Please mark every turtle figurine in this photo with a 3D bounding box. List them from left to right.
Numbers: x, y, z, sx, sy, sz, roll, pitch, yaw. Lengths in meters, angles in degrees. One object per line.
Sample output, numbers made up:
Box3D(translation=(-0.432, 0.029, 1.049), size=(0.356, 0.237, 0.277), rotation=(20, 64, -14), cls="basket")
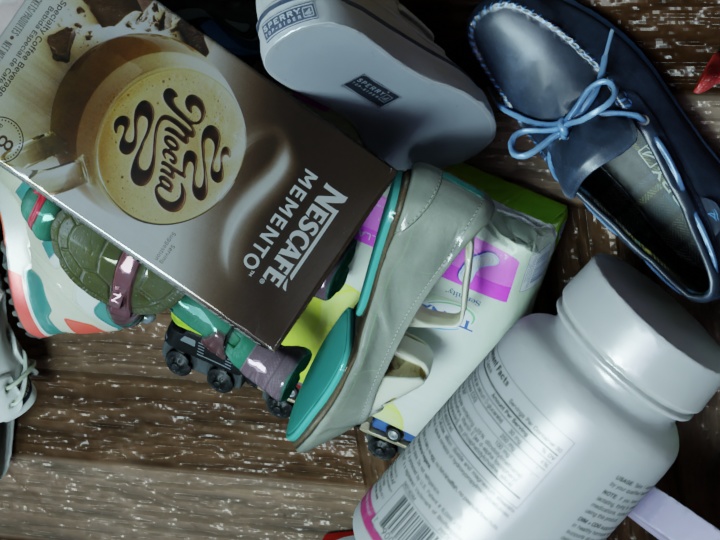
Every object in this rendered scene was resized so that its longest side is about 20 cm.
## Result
Box3D(translation=(-0.110, -0.014, 1.340), size=(0.199, 0.101, 0.150), rotation=(28, 127, 7), cls="turtle figurine")

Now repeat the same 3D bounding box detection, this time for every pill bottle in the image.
Box3D(translation=(0.097, 0.096, 1.321), size=(0.113, 0.113, 0.200), rotation=(40, 106, -1), cls="pill bottle")

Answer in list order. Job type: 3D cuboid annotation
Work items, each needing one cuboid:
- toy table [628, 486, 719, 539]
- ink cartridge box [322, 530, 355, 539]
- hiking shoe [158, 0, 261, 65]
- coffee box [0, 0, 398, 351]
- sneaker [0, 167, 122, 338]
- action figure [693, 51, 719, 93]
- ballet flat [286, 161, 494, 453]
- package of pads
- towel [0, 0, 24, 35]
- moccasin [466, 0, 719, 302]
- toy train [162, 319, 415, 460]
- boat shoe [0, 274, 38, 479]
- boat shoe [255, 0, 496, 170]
Box3D(translation=(0.196, 0.215, 1.357), size=(0.200, 0.184, 0.117), rotation=(36, 87, 10), cls="toy table")
Box3D(translation=(0.026, 0.230, 1.430), size=(0.175, 0.200, 0.084), rotation=(-10, 113, 30), cls="ink cartridge box")
Box3D(translation=(-0.076, -0.140, 1.353), size=(0.199, 0.075, 0.087), rotation=(2, 146, 21), cls="hiking shoe")
Box3D(translation=(-0.095, -0.061, 1.246), size=(0.200, 0.080, 0.113), rotation=(34, 87, -5), cls="coffee box")
Box3D(translation=(-0.168, -0.049, 1.445), size=(0.093, 0.070, 0.200), rotation=(0, 121, 18), cls="sneaker")
Box3D(translation=(0.255, -0.042, 1.227), size=(0.200, 0.099, 0.065), rotation=(34, 128, 0), cls="action figure")
Box3D(translation=(0.018, 0.031, 1.319), size=(0.063, 0.068, 0.200), rotation=(18, 127, -7), cls="ballet flat")
Box3D(translation=(0.000, 0.000, 1.388), size=(0.199, 0.068, 0.155), rotation=(24, 126, 12), cls="package of pads")
Box3D(translation=(-0.229, -0.148, 1.351), size=(0.191, 0.032, 0.200), rotation=(47, 109, 26), cls="towel")
Box3D(translation=(0.132, -0.068, 1.283), size=(0.200, 0.068, 0.080), rotation=(42, 128, 0), cls="moccasin")
Box3D(translation=(-0.025, 0.069, 1.461), size=(0.199, 0.034, 0.046), rotation=(22, 132, 13), cls="toy train")
Box3D(translation=(-0.229, 0.062, 1.531), size=(0.067, 0.074, 0.200), rotation=(23, 147, 0), cls="boat shoe")
Box3D(translation=(0.010, -0.111, 1.267), size=(0.073, 0.066, 0.200), rotation=(-21, 153, 17), cls="boat shoe")
